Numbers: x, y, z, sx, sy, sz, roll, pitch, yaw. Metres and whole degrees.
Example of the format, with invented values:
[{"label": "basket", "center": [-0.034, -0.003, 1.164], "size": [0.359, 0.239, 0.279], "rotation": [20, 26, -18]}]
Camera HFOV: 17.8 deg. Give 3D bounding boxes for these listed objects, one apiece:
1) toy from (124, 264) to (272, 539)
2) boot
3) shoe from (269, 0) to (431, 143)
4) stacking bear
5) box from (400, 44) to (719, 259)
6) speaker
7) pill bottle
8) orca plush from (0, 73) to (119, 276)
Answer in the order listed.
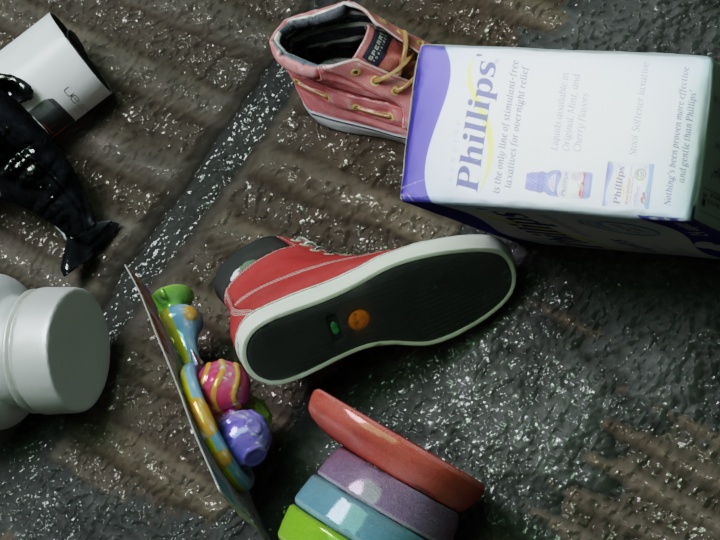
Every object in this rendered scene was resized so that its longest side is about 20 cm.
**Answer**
[{"label": "toy", "center": [-0.092, 0.087, 1.554], "size": [0.047, 0.115, 0.200], "rotation": [-31, 54, 2]}, {"label": "boot", "center": [0.000, 0.000, 1.592], "size": [0.199, 0.073, 0.144], "rotation": [-16, 27, -5]}, {"label": "shoe", "center": [0.032, -0.136, 1.634], "size": [0.200, 0.091, 0.072], "rotation": [10, 68, 30]}, {"label": "stacking bear", "center": [-0.015, 0.197, 1.465], "size": [0.114, 0.121, 0.200], "rotation": [27, 86, 42]}, {"label": "box", "center": [0.156, -0.073, 1.474], "size": [0.199, 0.184, 0.105], "rotation": [6, 85, 29]}, {"label": "speaker", "center": [-0.292, -0.111, 1.781], "size": [0.200, 0.081, 0.081], "rotation": [-37, 54, 1]}, {"label": "pill bottle", "center": [-0.288, 0.059, 1.663], "size": [0.199, 0.114, 0.115], "rotation": [-2, 62, 24]}, {"label": "orca plush", "center": [-0.272, -0.081, 1.703], "size": [0.105, 0.071, 0.200], "rotation": [-35, 87, 1]}]
